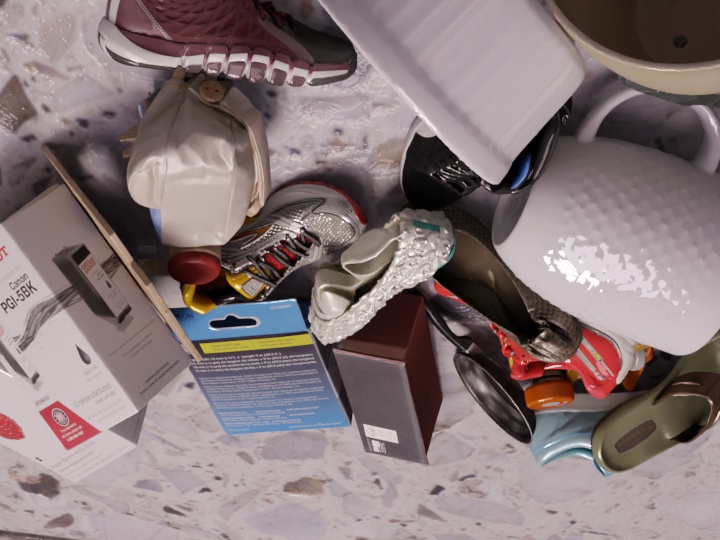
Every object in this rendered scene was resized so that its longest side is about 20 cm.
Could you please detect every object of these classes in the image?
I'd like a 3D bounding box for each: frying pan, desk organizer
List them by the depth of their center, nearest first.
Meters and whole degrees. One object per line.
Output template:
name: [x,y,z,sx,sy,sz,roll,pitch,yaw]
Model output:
desk organizer: [0.033,0.108,1.136,0.071,0.078,0.201,9,146,17]
frying pan: [0.112,0.095,1.140,0.191,0.031,0.115,51,167,3]

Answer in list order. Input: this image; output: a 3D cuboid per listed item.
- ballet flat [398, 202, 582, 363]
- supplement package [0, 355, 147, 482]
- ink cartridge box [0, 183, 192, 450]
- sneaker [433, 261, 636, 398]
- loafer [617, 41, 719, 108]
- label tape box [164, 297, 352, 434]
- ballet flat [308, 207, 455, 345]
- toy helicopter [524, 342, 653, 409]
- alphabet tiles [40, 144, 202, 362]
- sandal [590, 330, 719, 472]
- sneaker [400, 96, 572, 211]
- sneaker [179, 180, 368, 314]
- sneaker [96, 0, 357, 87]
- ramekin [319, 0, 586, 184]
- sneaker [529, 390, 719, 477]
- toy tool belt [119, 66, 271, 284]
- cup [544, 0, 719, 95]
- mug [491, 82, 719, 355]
ballet flat: [0.103,0.009,0.969,0.200,0.046,0.068,42,121,19]
supplement package: [-0.324,0.104,1.155,0.199,0.121,0.121,36,132,-28]
ink cartridge box: [-0.269,0.045,1.035,0.146,0.083,0.201,-29,99,44]
sneaker: [0.142,0.051,1.008,0.198,0.086,0.077,24,179,28]
loafer: [0.287,-0.145,0.836,0.197,0.064,0.072,14,175,-12]
label tape box: [-0.097,0.079,1.138,0.141,0.067,0.202,-5,135,15]
ballet flat: [0.000,0.000,0.989,0.071,0.073,0.199,29,136,-23]
toy helicopter: [0.247,0.071,1.065,0.131,0.080,0.199,7,156,-35]
alphabet tiles: [-0.200,-0.005,0.986,0.008,0.200,0.168,-36,135,-11]
sandal: [0.312,0.132,1.089,0.200,0.057,0.080,-40,105,4]
sneaker: [0.086,-0.088,0.889,0.072,0.113,0.200,24,136,-17]
sneaker: [-0.078,-0.012,1.019,0.198,0.083,0.078,-22,131,28]
sneaker: [-0.086,-0.200,0.823,0.197,0.076,0.117,1,110,-25]
ramekin: [0.057,-0.163,0.747,0.098,0.201,0.200,-41,123,13]
sneaker: [0.267,0.169,1.158,0.196,0.083,0.074,-4,161,12]
toy tool belt: [-0.135,-0.089,0.938,0.123,0.125,0.201,-1,151,-8]
cup: [0.216,-0.191,0.718,0.197,0.204,0.143,-10,162,19]
mug: [0.210,-0.053,0.903,0.173,0.148,0.203,19,109,-9]
